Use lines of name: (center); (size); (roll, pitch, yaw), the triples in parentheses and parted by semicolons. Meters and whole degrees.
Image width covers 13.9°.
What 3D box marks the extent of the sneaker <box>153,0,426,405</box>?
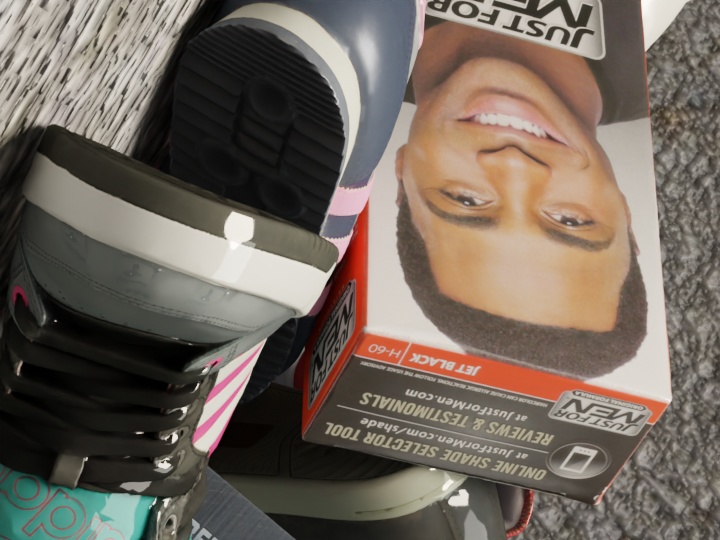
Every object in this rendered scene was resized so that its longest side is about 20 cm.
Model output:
sneaker: (-0.023, -0.031, 0.870); (0.082, 0.070, 0.200); (-54, 178, -34)

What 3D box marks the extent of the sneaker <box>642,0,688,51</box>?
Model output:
sneaker: (0.134, -0.142, 1.078); (0.200, 0.072, 0.072); (-58, 178, -38)

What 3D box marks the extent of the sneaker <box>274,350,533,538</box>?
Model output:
sneaker: (0.024, 0.078, 1.114); (0.071, 0.113, 0.200); (-39, 158, -7)

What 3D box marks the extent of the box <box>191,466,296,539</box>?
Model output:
box: (-0.043, 0.130, 0.905); (0.051, 0.200, 0.158); (-47, 172, -29)

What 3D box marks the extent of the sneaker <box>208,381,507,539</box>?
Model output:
sneaker: (-0.029, 0.097, 0.982); (0.200, 0.107, 0.075); (5, -148, 47)

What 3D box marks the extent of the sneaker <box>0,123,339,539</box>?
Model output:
sneaker: (-0.066, 0.037, 0.692); (0.200, 0.083, 0.121); (119, -7, -84)

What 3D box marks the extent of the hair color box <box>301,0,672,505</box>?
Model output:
hair color box: (0.038, -0.032, 0.931); (0.061, 0.101, 0.201); (120, -23, -47)
